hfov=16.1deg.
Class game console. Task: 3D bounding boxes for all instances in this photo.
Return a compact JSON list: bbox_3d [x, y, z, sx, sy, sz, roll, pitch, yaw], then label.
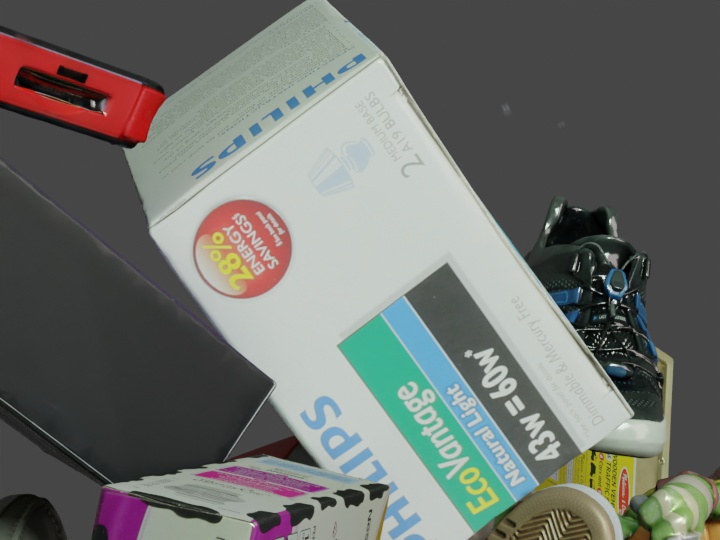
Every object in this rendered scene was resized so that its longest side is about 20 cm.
[{"bbox_3d":[-0.191,-0.095,0.989,0.199,0.176,0.031,18,92,-51],"label":"game console"}]

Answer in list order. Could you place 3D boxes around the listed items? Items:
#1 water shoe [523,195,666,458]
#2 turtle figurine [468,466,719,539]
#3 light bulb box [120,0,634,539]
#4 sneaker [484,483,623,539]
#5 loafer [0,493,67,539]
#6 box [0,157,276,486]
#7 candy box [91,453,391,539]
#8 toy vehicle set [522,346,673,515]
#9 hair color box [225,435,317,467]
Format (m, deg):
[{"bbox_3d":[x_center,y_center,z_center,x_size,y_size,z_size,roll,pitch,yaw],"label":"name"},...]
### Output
[{"bbox_3d":[0.110,0.023,1.258,0.071,0.079,0.200,9,21,-12],"label":"water shoe"},{"bbox_3d":[0.125,0.162,1.180,0.144,0.192,0.201,54,37,-58],"label":"turtle figurine"},{"bbox_3d":[0.000,0.000,1.134,0.199,0.124,0.200,54,0,-16],"label":"light bulb box"},{"bbox_3d":[0.088,0.178,1.123,0.112,0.071,0.201,-11,123,-53],"label":"sneaker"},{"bbox_3d":[-0.128,0.155,0.995,0.201,0.069,0.070,-93,159,-56],"label":"loafer"},{"bbox_3d":[-0.150,0.006,1.012,0.200,0.141,0.079,41,77,-29],"label":"box"},{"bbox_3d":[-0.050,0.145,0.948,0.200,0.061,0.137,1,101,-77],"label":"candy box"},{"bbox_3d":[0.116,0.113,1.362,0.124,0.026,0.201,32,52,-36],"label":"toy vehicle set"},{"bbox_3d":[-0.014,0.186,1.157,0.201,0.061,0.102,57,42,-13],"label":"hair color box"}]
